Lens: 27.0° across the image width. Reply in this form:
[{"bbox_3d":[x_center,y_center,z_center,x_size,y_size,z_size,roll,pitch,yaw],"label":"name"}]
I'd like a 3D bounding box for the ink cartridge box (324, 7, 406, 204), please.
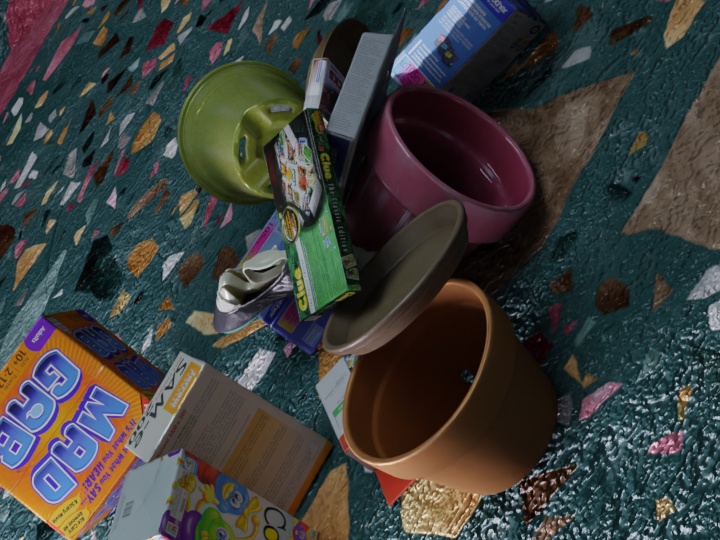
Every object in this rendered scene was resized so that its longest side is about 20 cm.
[{"bbox_3d":[-0.008,-0.169,1.692,0.197,0.043,0.201,105,-177,-57],"label":"ink cartridge box"}]

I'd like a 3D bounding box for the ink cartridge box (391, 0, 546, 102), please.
[{"bbox_3d":[0.140,-0.282,1.807,0.200,0.136,0.077,-44,76,17],"label":"ink cartridge box"}]

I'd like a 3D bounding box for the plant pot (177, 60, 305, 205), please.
[{"bbox_3d":[-0.129,-0.172,1.998,0.201,0.200,0.184,-55,22,-1],"label":"plant pot"}]

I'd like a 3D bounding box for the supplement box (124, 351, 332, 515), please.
[{"bbox_3d":[-0.146,0.196,1.683,0.127,0.199,0.073,-59,30,-8],"label":"supplement box"}]

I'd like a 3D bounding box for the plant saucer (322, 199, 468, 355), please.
[{"bbox_3d":[0.039,0.012,1.500,0.200,0.029,0.200,-43,15,14],"label":"plant saucer"}]

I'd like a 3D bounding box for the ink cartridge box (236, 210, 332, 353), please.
[{"bbox_3d":[-0.075,0.013,1.876,0.137,0.076,0.200,-56,32,-1],"label":"ink cartridge box"}]

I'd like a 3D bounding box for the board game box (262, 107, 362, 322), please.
[{"bbox_3d":[-0.052,-0.058,1.574,0.105,0.023,0.202,-31,67,51],"label":"board game box"}]

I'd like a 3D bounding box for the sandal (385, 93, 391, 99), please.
[{"bbox_3d":[0.049,-0.137,1.879,0.079,0.057,0.203,-7,67,29],"label":"sandal"}]

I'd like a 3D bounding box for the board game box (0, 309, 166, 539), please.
[{"bbox_3d":[-0.366,0.192,1.929,0.201,0.199,0.200,-53,-2,3],"label":"board game box"}]

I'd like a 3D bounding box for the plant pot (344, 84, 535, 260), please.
[{"bbox_3d":[0.069,-0.077,1.677,0.179,0.198,0.201,-53,27,34],"label":"plant pot"}]

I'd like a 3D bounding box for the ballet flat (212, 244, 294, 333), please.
[{"bbox_3d":[-0.126,0.014,1.791,0.199,0.073,0.074,-26,40,37],"label":"ballet flat"}]

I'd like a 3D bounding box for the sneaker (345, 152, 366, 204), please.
[{"bbox_3d":[0.031,-0.121,1.811,0.198,0.081,0.087,-22,54,6],"label":"sneaker"}]

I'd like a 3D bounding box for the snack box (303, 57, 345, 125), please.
[{"bbox_3d":[-0.016,-0.186,1.876,0.024,0.200,0.073,0,69,25],"label":"snack box"}]

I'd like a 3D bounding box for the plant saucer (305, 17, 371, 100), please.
[{"bbox_3d":[-0.023,-0.223,1.926,0.035,0.201,0.202,3,59,26],"label":"plant saucer"}]

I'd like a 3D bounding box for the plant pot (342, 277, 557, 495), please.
[{"bbox_3d":[0.099,0.128,1.462,0.200,0.140,0.201,-36,34,30],"label":"plant pot"}]

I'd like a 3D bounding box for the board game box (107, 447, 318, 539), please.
[{"bbox_3d":[-0.157,0.292,1.602,0.103,0.199,0.106,-26,40,39],"label":"board game box"}]

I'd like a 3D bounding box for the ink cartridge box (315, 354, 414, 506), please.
[{"bbox_3d":[0.024,0.153,1.632,0.109,0.050,0.200,-47,30,12],"label":"ink cartridge box"}]

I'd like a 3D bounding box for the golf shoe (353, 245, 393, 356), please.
[{"bbox_3d":[0.000,0.000,1.631,0.097,0.078,0.201,-37,78,15],"label":"golf shoe"}]
